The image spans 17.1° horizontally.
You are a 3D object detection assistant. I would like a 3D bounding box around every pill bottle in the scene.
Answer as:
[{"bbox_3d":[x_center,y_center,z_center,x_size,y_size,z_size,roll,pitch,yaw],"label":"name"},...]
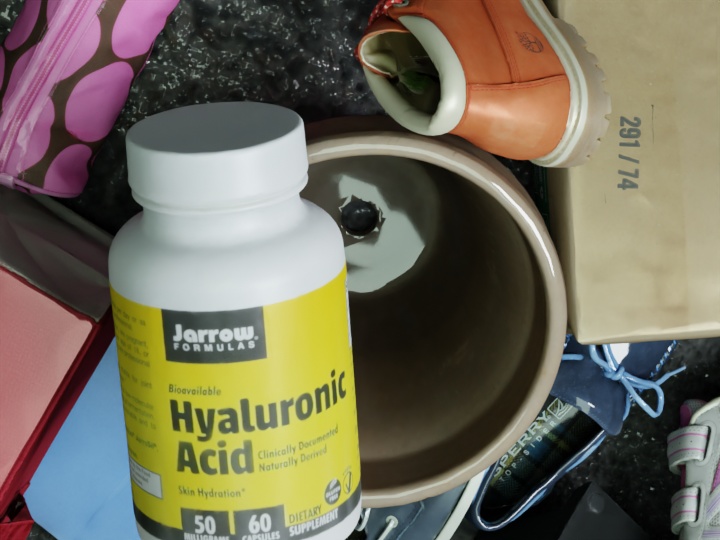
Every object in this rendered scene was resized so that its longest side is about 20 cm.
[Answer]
[{"bbox_3d":[-0.059,0.029,1.114,0.110,0.111,0.201,-5,110,0],"label":"pill bottle"}]

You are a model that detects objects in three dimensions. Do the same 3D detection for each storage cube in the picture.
[{"bbox_3d":[-0.233,0.041,1.247,0.199,0.171,0.180,31,102,-1],"label":"storage cube"}]

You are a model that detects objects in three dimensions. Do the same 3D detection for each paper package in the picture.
[{"bbox_3d":[0.184,-0.069,1.249,0.189,0.103,0.201,-5,93,-2],"label":"paper package"}]

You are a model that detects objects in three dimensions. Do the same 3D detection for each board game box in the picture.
[{"bbox_3d":[-0.114,0.094,1.358,0.200,0.039,0.158,38,103,-4],"label":"board game box"}]

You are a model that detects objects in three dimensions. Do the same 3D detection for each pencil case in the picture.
[{"bbox_3d":[-0.143,-0.130,1.248,0.090,0.094,0.201,25,108,-11],"label":"pencil case"}]

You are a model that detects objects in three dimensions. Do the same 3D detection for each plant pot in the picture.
[{"bbox_3d":[0.000,0.000,1.256,0.199,0.175,0.202,-1,110,-2],"label":"plant pot"}]

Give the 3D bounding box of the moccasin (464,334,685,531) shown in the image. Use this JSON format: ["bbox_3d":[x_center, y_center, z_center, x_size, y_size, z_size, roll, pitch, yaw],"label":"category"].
[{"bbox_3d":[0.129,0.071,1.342,0.080,0.068,0.201,30,106,-12],"label":"moccasin"}]

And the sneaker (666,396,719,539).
[{"bbox_3d":[0.203,0.119,1.338,0.088,0.081,0.200,34,67,3],"label":"sneaker"}]

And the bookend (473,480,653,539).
[{"bbox_3d":[0.060,0.239,1.375,0.092,0.199,0.200,44,147,-15],"label":"bookend"}]

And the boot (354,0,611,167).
[{"bbox_3d":[0.034,-0.130,1.196,0.107,0.200,0.075,1,128,-34],"label":"boot"}]

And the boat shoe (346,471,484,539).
[{"bbox_3d":[0.015,0.134,1.360,0.062,0.075,0.201,22,120,-13],"label":"boat shoe"}]
